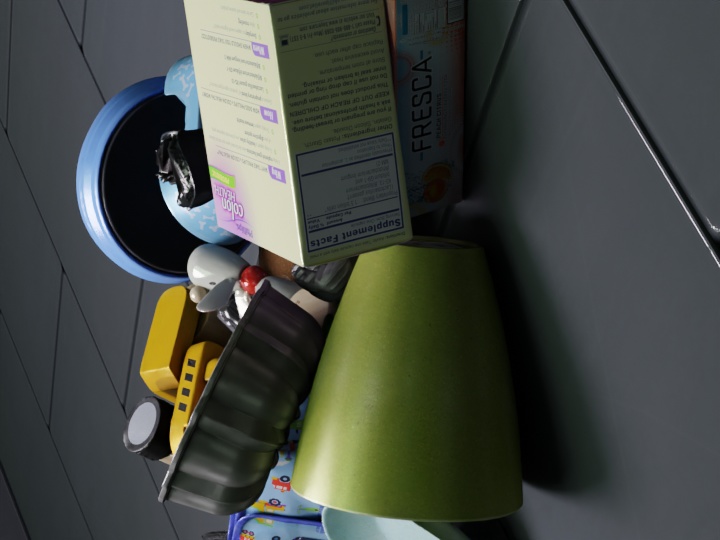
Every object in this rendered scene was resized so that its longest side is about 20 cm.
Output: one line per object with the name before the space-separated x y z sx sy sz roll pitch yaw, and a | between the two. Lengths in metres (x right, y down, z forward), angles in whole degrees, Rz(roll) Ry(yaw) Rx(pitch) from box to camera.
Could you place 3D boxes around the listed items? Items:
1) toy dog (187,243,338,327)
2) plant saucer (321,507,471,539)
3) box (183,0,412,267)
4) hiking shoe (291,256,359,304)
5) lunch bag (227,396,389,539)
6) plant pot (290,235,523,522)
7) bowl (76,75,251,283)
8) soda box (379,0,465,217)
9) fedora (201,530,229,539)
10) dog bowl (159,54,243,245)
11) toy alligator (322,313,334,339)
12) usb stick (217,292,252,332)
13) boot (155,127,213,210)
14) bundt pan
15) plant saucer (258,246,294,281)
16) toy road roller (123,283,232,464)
toy dog | -0.084 0.052 1.799 0.132 0.097 0.199 36 170 -34
plant saucer | 0.058 0.252 1.737 0.200 0.039 0.202 28 151 17
box | -0.050 -0.124 1.547 0.176 0.096 0.202 23 123 61
hiking shoe | 0.000 0.000 1.687 0.100 0.076 0.200 38 -172 -7
lunch bag | -0.041 0.212 1.821 0.094 0.149 0.201 -93 11 -52
plant pot | 0.044 0.077 1.572 0.187 0.185 0.202 -163 76 -65
bowl | -0.175 -0.087 1.931 0.039 0.199 0.203 14 118 61
soda box | 0.038 -0.143 1.545 0.068 0.063 0.202 48 146 48
fedora | -0.060 0.252 2.003 0.201 0.199 0.092 141 143 -67
dog bowl | -0.126 -0.124 1.867 0.049 0.111 0.202 -32 48 43
toy alligator | 0.044 0.103 1.691 0.200 0.054 0.060 50 -148 -23
usb stick | -0.058 0.097 1.894 0.200 0.033 0.055 45 -167 8
boot | -0.076 -0.090 1.726 0.200 0.167 0.077 32 135 59
bundt pan | -0.089 0.114 1.636 0.075 0.203 0.202 27 149 2
plant saucer | -0.055 0.020 1.938 0.201 0.036 0.202 49 147 47
toy road roller | -0.126 0.109 1.919 0.145 0.122 0.202 -16 55 45
